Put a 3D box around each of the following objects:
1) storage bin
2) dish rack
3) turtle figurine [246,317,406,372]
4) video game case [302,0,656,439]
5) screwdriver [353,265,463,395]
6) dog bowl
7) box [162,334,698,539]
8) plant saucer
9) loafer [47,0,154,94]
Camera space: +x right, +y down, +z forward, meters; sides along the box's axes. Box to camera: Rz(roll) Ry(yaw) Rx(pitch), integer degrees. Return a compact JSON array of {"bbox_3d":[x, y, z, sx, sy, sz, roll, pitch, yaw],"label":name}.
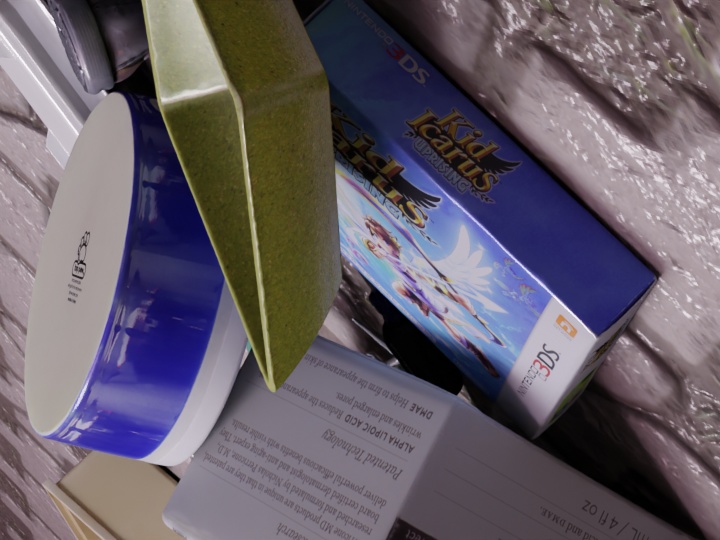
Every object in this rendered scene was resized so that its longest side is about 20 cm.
[{"bbox_3d":[-0.185,0.279,2.297,0.200,0.094,0.199,35,160,32],"label":"storage bin"},{"bbox_3d":[-0.193,-0.116,1.459,0.200,0.043,0.172,54,171,-25],"label":"dish rack"},{"bbox_3d":[-0.025,0.072,1.443,0.149,0.101,0.200,36,166,31],"label":"turtle figurine"},{"bbox_3d":[0.041,-0.022,1.147,0.200,0.045,0.181,44,162,10],"label":"video game case"},{"bbox_3d":[0.000,0.000,1.317,0.200,0.028,0.029,53,-169,-30],"label":"screwdriver"},{"bbox_3d":[-0.122,0.004,1.320,0.078,0.201,0.200,13,174,-21],"label":"dog bowl"},{"bbox_3d":[0.036,0.141,1.275,0.199,0.131,0.200,31,174,-34],"label":"box"},{"bbox_3d":[-0.054,-0.081,1.083,0.201,0.048,0.200,86,164,-51],"label":"plant saucer"},{"bbox_3d":[-0.132,-0.135,1.274,0.200,0.063,0.072,-130,20,-74],"label":"loafer"}]
